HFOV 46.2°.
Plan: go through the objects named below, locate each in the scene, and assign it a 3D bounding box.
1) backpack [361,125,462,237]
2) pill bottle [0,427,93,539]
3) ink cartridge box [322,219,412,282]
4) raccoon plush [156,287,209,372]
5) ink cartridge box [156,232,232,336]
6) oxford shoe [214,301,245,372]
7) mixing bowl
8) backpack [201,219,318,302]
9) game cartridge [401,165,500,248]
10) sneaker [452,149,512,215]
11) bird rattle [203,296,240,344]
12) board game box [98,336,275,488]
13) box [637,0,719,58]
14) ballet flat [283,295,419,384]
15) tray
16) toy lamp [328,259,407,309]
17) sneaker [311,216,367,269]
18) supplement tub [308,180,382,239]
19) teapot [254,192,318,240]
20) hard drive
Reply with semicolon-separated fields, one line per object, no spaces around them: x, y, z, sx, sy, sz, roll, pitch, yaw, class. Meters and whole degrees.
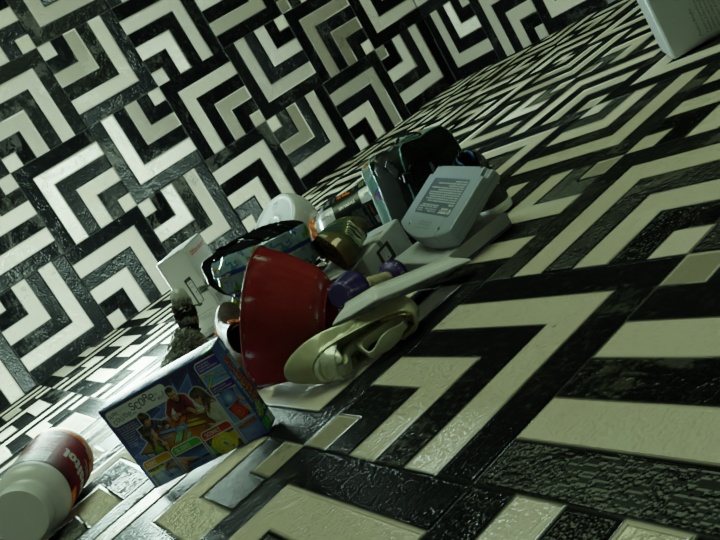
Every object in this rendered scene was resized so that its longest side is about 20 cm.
0.110;-0.171;1.579;0.152;0.179;0.199;-12;19;49;backpack
-0.484;0.328;1.284;0.112;0.114;0.200;-31;12;4;pill bottle
0.000;0.000;1.438;0.114;0.067;0.200;-24;15;35;ink cartridge box
-0.338;0.144;1.468;0.132;0.203;0.097;-15;-20;-43;raccoon plush
-0.369;0.033;1.953;0.083;0.202;0.146;-28;12;12;ink cartridge box
-0.189;0.099;1.335;0.070;0.074;0.201;-14;37;-18;oxford shoe
-0.091;0.066;1.190;0.106;0.205;0.201;0;19;9;mixing bowl
-0.152;-0.016;1.425;0.161;0.156;0.199;-21;-10;-39;backpack
0.133;-0.099;1.313;0.135;0.041;0.200;-61;19;-2;game cartridge
0.191;-0.154;1.445;0.072;0.113;0.200;-32;11;-8;sneaker
-0.180;0.103;1.442;0.159;0.115;0.201;-13;19;10;bird rattle
-0.228;0.190;1.106;0.197;0.137;0.035;-28;16;19;board game box
0.639;-0.556;1.665;0.169;0.201;0.200;-28;11;20;box
-0.009;0.099;1.090;0.198;0.070;0.070;-32;12;0;ballet flat
0.055;0.022;1.149;0.198;0.023;0.107;-21;-7;-42;tray
0.012;0.022;1.226;0.057;0.059;0.199;-26;-4;27;toy lamp
-0.025;-0.057;1.393;0.089;0.068;0.200;-40;10;-10;sneaker
-0.002;-0.111;1.757;0.197;0.124;0.123;-29;12;16;supplement tub
-0.152;-0.072;1.966;0.200;0.145;0.200;-60;36;7;teapot
0.140;-0.041;1.339;0.131;0.026;0.199;-37;12;-16;hard drive
